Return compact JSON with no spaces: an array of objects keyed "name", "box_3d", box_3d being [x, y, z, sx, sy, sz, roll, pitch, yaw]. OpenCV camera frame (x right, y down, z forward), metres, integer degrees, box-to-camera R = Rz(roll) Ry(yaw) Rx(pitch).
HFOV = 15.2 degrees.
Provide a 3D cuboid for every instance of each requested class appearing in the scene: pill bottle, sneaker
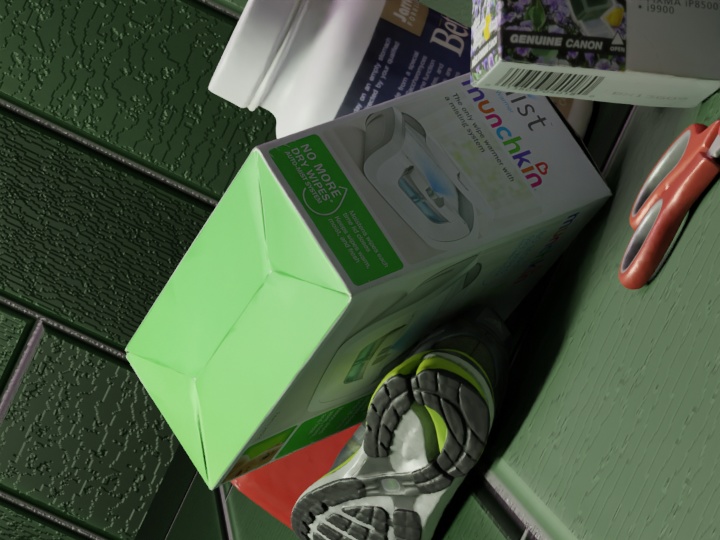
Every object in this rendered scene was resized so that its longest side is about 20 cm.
[{"name":"pill bottle","box_3d":[0.021,-0.096,1.526,0.111,0.200,0.111,-65,6,0]},{"name":"sneaker","box_3d":[0.029,0.094,1.391,0.081,0.074,0.200,-51,-2,-43]}]

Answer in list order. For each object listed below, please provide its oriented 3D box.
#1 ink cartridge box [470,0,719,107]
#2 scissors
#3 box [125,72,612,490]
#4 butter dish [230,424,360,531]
[{"name":"ink cartridge box","box_3d":[0.110,-0.179,1.232,0.050,0.109,0.201,138,136,-73]},{"name":"scissors","box_3d":[0.152,-0.060,1.131,0.073,0.014,0.200,-67,4,-36]},{"name":"box","box_3d":[0.000,0.000,1.383,0.176,0.097,0.200,-20,-21,-36]},{"name":"butter dish","box_3d":[-0.031,0.059,1.607,0.199,0.148,0.200,-81,17,-73]}]
